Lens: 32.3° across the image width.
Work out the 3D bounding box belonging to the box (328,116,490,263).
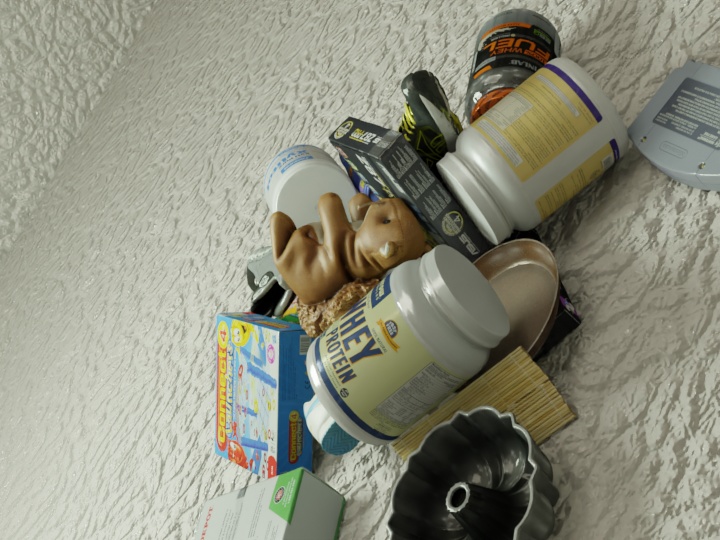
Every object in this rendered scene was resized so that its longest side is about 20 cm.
[{"bbox_3d":[0.061,-0.100,1.571,0.049,0.200,0.161,-46,28,-9],"label":"box"}]

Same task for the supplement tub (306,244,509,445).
[{"bbox_3d":[0.052,0.082,1.374,0.200,0.144,0.146,-41,30,22],"label":"supplement tub"}]

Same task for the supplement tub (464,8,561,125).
[{"bbox_3d":[0.203,-0.247,1.652,0.122,0.122,0.202,-32,29,33],"label":"supplement tub"}]

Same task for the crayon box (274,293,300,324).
[{"bbox_3d":[-0.050,0.028,1.752,0.120,0.058,0.200,-60,10,-15],"label":"crayon box"}]

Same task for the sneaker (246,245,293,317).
[{"bbox_3d":[-0.139,0.026,1.816,0.117,0.074,0.200,-64,13,-26],"label":"sneaker"}]

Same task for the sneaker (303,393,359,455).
[{"bbox_3d":[0.007,0.127,1.526,0.200,0.077,0.081,-46,41,-1],"label":"sneaker"}]

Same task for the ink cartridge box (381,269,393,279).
[{"bbox_3d":[0.024,0.089,1.651,0.201,0.047,0.197,-55,27,-5],"label":"ink cartridge box"}]

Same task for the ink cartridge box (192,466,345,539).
[{"bbox_3d":[-0.124,0.346,1.543,0.199,0.084,0.148,-25,39,41],"label":"ink cartridge box"}]

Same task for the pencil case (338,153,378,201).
[{"bbox_3d":[0.026,-0.149,1.873,0.201,0.086,0.079,-118,45,-61],"label":"pencil case"}]

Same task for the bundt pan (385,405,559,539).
[{"bbox_3d":[0.123,0.248,1.280,0.201,0.075,0.204,-33,39,31],"label":"bundt pan"}]

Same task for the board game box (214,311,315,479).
[{"bbox_3d":[-0.132,0.167,1.680,0.195,0.055,0.204,8,98,59],"label":"board game box"}]

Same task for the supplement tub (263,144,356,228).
[{"bbox_3d":[-0.078,-0.115,1.902,0.132,0.131,0.200,-50,16,4],"label":"supplement tub"}]

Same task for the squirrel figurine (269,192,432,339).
[{"bbox_3d":[0.000,0.000,1.547,0.184,0.141,0.204,-8,78,35],"label":"squirrel figurine"}]

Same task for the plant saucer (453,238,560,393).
[{"bbox_3d":[0.157,0.057,1.426,0.199,0.032,0.202,-37,33,28],"label":"plant saucer"}]

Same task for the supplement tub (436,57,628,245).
[{"bbox_3d":[0.204,-0.141,1.491,0.199,0.146,0.146,-38,29,-2],"label":"supplement tub"}]

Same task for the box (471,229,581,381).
[{"bbox_3d":[0.174,0.042,1.485,0.143,0.036,0.201,-43,28,18],"label":"box"}]

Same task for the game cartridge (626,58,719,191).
[{"bbox_3d":[0.386,-0.161,1.394,0.134,0.041,0.200,-55,28,6],"label":"game cartridge"}]

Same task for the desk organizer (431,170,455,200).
[{"bbox_3d":[0.121,-0.105,1.684,0.199,0.077,0.072,-3,55,55],"label":"desk organizer"}]

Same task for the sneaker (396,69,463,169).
[{"bbox_3d":[0.079,-0.172,1.539,0.083,0.200,0.075,-21,61,11],"label":"sneaker"}]

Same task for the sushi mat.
[{"bbox_3d":[0.132,0.174,1.355,0.199,0.096,0.012,-40,-6,24],"label":"sushi mat"}]
